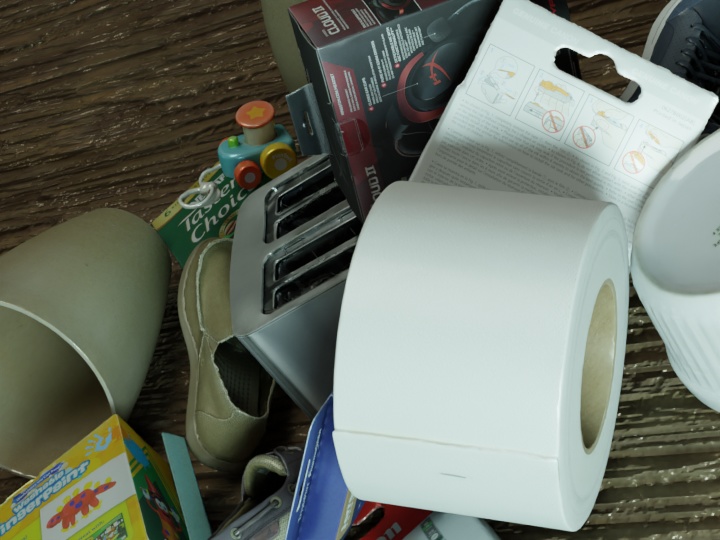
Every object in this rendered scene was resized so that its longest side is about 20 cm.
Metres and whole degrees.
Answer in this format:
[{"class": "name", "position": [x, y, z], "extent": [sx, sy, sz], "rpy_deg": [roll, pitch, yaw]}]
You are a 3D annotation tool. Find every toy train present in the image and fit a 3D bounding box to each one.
[{"class": "toy train", "position": [-0.049, -0.094, 1.742], "extent": [0.199, 0.056, 0.150], "rpy_deg": [3, 31, 24]}]

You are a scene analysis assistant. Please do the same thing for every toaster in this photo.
[{"class": "toaster", "position": [0.000, 0.000, 1.580], "extent": [0.200, 0.119, 0.181], "rpy_deg": [-29, 33, 21]}]

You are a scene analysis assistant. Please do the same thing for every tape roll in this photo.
[{"class": "tape roll", "position": [0.079, 0.051, 1.301], "extent": [0.139, 0.203, 0.203], "rpy_deg": [6, 50, 16]}]

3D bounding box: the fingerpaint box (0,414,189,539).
[{"class": "fingerpaint box", "position": [-0.226, 0.231, 1.598], "extent": [0.200, 0.073, 0.167], "rpy_deg": [-38, 33, 7]}]

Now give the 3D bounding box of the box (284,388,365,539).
[{"class": "box", "position": [0.002, 0.102, 1.403], "extent": [0.032, 0.121, 0.200], "rpy_deg": [20, 31, 11]}]

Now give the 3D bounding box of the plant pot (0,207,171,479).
[{"class": "plant pot", "position": [-0.242, 0.041, 1.769], "extent": [0.187, 0.188, 0.200], "rpy_deg": [-17, 26, 35]}]

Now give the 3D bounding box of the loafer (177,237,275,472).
[{"class": "loafer", "position": [-0.093, 0.056, 1.630], "extent": [0.067, 0.076, 0.200], "rpy_deg": [-38, 47, 42]}]

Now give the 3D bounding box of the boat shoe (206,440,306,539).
[{"class": "boat shoe", "position": [-0.051, 0.152, 1.470], "extent": [0.072, 0.065, 0.200], "rpy_deg": [-32, 16, 44]}]

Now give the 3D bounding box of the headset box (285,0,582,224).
[{"class": "headset box", "position": [0.047, -0.133, 1.477], "extent": [0.200, 0.149, 0.075], "rpy_deg": [-22, 35, -7]}]

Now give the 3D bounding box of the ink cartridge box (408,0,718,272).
[{"class": "ink cartridge box", "position": [0.123, -0.062, 1.420], "extent": [0.200, 0.161, 0.050], "rpy_deg": [-63, -2, 8]}]

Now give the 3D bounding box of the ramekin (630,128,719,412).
[{"class": "ramekin", "position": [0.260, -0.015, 1.330], "extent": [0.202, 0.094, 0.203], "rpy_deg": [-29, 33, 21]}]

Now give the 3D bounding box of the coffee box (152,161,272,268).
[{"class": "coffee box", "position": [-0.097, -0.030, 1.795], "extent": [0.123, 0.044, 0.200], "rpy_deg": [-42, 31, 2]}]

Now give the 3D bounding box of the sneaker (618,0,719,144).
[{"class": "sneaker", "position": [0.241, -0.120, 1.480], "extent": [0.203, 0.077, 0.146], "rpy_deg": [-57, 22, -5]}]

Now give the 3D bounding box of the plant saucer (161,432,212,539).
[{"class": "plant saucer", "position": [-0.113, 0.195, 1.527], "extent": [0.019, 0.070, 0.200], "rpy_deg": [-16, 32, -5]}]

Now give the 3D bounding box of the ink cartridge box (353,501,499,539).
[{"class": "ink cartridge box", "position": [0.009, 0.202, 1.381], "extent": [0.161, 0.050, 0.200], "rpy_deg": [-42, 33, 0]}]

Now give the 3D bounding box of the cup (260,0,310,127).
[{"class": "cup", "position": [-0.007, -0.231, 1.842], "extent": [0.200, 0.143, 0.201], "rpy_deg": [-29, 35, 22]}]
